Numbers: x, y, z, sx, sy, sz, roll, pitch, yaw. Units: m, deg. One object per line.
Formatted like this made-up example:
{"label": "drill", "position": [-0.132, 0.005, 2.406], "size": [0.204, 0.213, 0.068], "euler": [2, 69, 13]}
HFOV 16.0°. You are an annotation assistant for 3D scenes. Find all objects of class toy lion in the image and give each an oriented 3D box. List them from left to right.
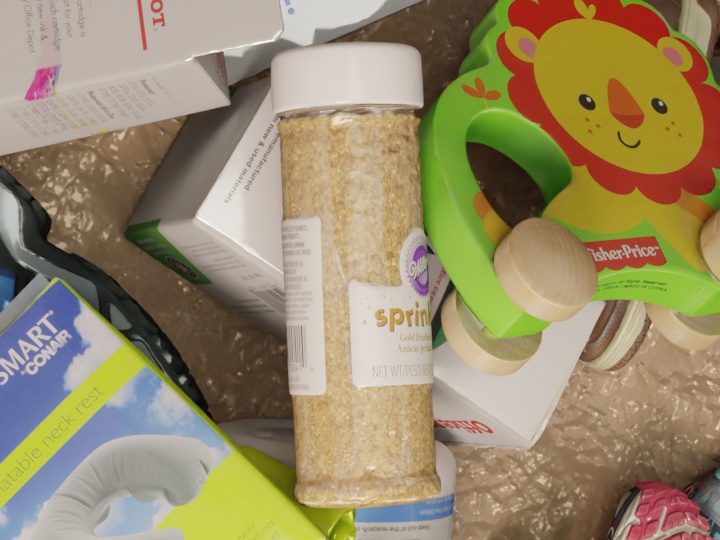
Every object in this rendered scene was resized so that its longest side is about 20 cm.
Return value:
{"label": "toy lion", "position": [0.103, -0.056, 1.205], "size": [0.199, 0.069, 0.193], "euler": [-6, 62, -37]}

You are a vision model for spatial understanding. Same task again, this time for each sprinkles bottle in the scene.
{"label": "sprinkles bottle", "position": [-0.002, 0.002, 1.130], "size": [0.068, 0.068, 0.202], "euler": [-2, 89, -14]}

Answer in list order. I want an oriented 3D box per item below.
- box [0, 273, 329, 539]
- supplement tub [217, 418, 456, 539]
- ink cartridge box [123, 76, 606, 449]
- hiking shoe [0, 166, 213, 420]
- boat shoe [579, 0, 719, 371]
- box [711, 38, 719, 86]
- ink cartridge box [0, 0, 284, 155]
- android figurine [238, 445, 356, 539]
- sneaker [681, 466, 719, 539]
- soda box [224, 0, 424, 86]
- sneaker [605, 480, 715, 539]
{"label": "box", "position": [-0.122, 0.099, 1.142], "size": [0.200, 0.048, 0.122], "euler": [42, 80, 18]}
{"label": "supplement tub", "position": [-0.023, 0.180, 1.261], "size": [0.131, 0.132, 0.202], "euler": [4, 93, -15]}
{"label": "ink cartridge box", "position": [0.000, 0.000, 1.243], "size": [0.199, 0.146, 0.085], "euler": [33, 78, -15]}
{"label": "hiking shoe", "position": [-0.155, 0.030, 1.235], "size": [0.087, 0.074, 0.200], "euler": [-45, 80, -3]}
{"label": "boat shoe", "position": [0.124, -0.053, 1.315], "size": [0.074, 0.075, 0.204], "euler": [15, 79, -12]}
{"label": "box", "position": [0.278, -0.128, 1.325], "size": [0.127, 0.109, 0.201], "euler": [33, 86, -15]}
{"label": "ink cartridge box", "position": [-0.129, -0.127, 1.187], "size": [0.198, 0.068, 0.116], "euler": [-11, 72, 10]}
{"label": "android figurine", "position": [-0.069, 0.170, 1.189], "size": [0.199, 0.041, 0.183], "euler": [30, 103, 20]}
{"label": "sneaker", "position": [0.225, 0.196, 1.366], "size": [0.095, 0.079, 0.201], "euler": [-28, 94, 3]}
{"label": "soda box", "position": [-0.002, -0.157, 1.274], "size": [0.199, 0.063, 0.069], "euler": [-25, 98, -11]}
{"label": "sneaker", "position": [0.127, 0.206, 1.321], "size": [0.080, 0.074, 0.202], "euler": [9, 96, -37]}
